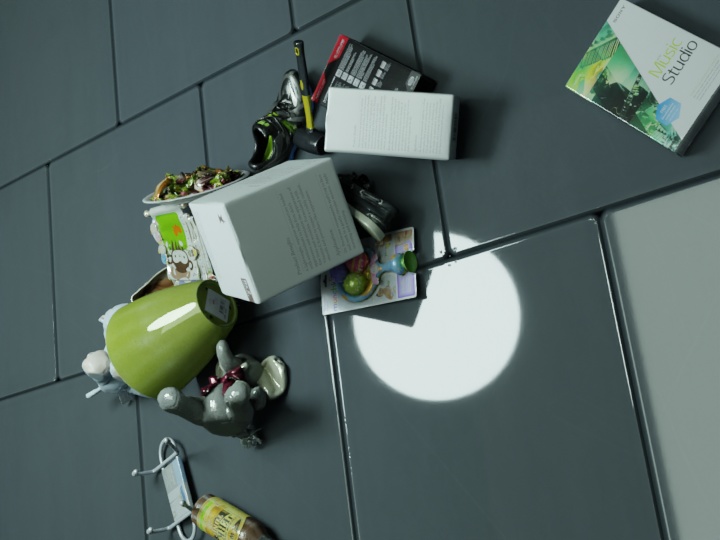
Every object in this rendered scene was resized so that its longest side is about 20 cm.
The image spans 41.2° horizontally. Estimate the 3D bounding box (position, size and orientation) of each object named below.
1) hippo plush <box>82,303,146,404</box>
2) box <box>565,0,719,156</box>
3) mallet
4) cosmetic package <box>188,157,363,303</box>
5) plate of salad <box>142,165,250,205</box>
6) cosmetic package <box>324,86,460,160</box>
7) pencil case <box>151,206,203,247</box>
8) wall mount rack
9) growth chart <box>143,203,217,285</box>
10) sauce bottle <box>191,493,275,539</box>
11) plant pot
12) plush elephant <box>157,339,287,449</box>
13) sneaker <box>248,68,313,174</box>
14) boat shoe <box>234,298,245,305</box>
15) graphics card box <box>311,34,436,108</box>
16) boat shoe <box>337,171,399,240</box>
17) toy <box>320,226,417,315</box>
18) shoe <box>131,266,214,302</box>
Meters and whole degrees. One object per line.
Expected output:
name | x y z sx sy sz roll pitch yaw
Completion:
hippo plush | -0.437 0.154 1.838 0.200 0.159 0.161 114 165 -63
box | 0.398 -0.267 1.311 0.200 0.036 0.145 41 107 35
mallet | -0.099 -0.294 1.634 0.066 0.041 0.201 15 126 44
cosmetic package | -0.135 -0.068 1.524 0.165 0.199 0.166 9 121 61
plate of salad | -0.299 -0.161 1.729 0.199 0.200 0.048 -2 108 37
cosmetic package | 0.050 -0.228 1.492 0.199 0.071 0.102 7 98 13
pencil case | -0.299 -0.071 1.781 0.199 0.083 0.091 14 105 38
wall mount rack | -0.344 0.389 1.729 0.174 0.074 0.201 -42 59 41
growth chart | -0.325 -0.032 1.750 0.144 0.018 0.201 -19 94 43
sauce bottle | -0.205 0.446 1.634 0.199 0.065 0.065 16 92 38
plant pot | -0.314 0.101 1.691 0.200 0.187 0.188 -32 64 32
plush elephant | -0.219 0.196 1.641 0.164 0.200 0.155 -11 53 22
sneaker | -0.143 -0.258 1.692 0.071 0.083 0.200 25 97 37
boat shoe | -0.186 -0.031 1.693 0.066 0.074 0.200 13 81 49
graphics card box | 0.019 -0.300 1.596 0.200 0.051 0.126 34 104 37
boat shoe | -0.006 -0.125 1.568 0.066 0.075 0.199 -45 43 -2
toy | 0.000 0.000 1.562 0.199 0.047 0.116 -12 74 35
shoe | -0.359 0.029 1.826 0.199 0.053 0.070 -25 68 32
